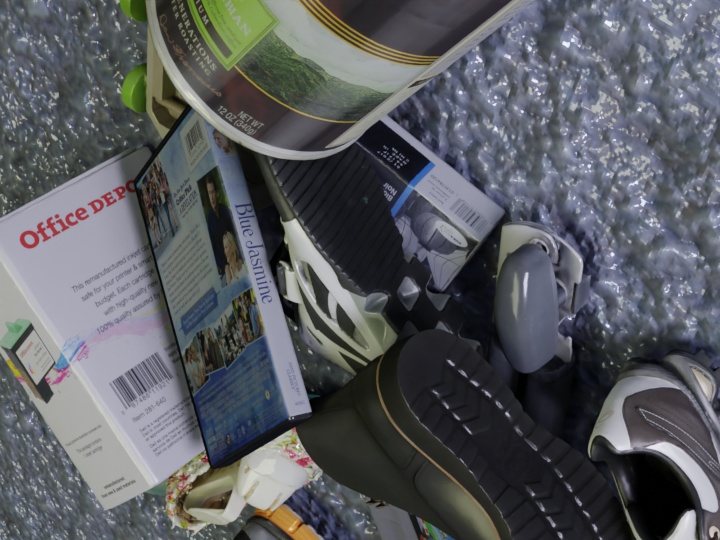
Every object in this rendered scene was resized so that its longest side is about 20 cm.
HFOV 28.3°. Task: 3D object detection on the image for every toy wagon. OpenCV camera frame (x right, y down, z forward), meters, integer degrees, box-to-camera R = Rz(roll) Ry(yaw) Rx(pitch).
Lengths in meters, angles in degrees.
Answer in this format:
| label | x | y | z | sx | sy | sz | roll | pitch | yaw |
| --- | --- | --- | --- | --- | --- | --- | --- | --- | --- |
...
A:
| label | x | y | z | sx | sy | sz | roll | pitch | yaw |
| --- | --- | --- | --- | --- | --- | --- | --- | --- | --- |
| toy wagon | -0.085 | -0.097 | 0.898 | 0.155 | 0.040 | 0.200 | 31 | 135 | 27 |

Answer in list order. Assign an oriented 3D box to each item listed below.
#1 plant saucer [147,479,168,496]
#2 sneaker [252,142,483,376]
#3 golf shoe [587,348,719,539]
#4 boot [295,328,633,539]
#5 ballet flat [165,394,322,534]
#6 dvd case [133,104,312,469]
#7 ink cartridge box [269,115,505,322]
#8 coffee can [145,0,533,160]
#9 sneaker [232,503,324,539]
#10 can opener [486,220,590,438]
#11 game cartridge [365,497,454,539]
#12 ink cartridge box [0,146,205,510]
| label | x | y | z | sx | sy | sz | roll | pitch | yaw |
| --- | --- | --- | --- | --- | --- | --- | --- | --- | --- |
| plant saucer | -0.195 | 0.104 | 1.143 | 0.200 | 0.036 | 0.200 | 24 | 130 | 32 |
| sneaker | -0.018 | 0.001 | 0.800 | 0.088 | 0.074 | 0.200 | -14 | 115 | 41 |
| golf shoe | 0.185 | 0.143 | 0.754 | 0.200 | 0.094 | 0.078 | 55 | 139 | -1 |
| boot | 0.056 | 0.129 | 0.789 | 0.200 | 0.077 | 0.138 | 55 | 145 | -4 |
| ballet flat | -0.077 | 0.148 | 1.025 | 0.076 | 0.064 | 0.200 | 31 | 144 | -21 |
| dvd case | -0.088 | 0.010 | 0.861 | 0.143 | 0.018 | 0.200 | -38 | 66 | 60 |
| ink cartridge box | 0.000 | 0.000 | 0.871 | 0.099 | 0.039 | 0.200 | 38 | 139 | 5 |
| coffee can | 0.005 | -0.159 | 0.685 | 0.146 | 0.146 | 0.200 | 56 | 140 | -1 |
| sneaker | -0.023 | 0.254 | 1.028 | 0.200 | 0.077 | 0.078 | 39 | 160 | 27 |
| can opener | 0.087 | 0.062 | 0.814 | 0.053 | 0.067 | 0.200 | 27 | 132 | 30 |
| game cartridge | 0.052 | 0.184 | 0.934 | 0.130 | 0.038 | 0.200 | 15 | 128 | 63 |
| ink cartridge box | -0.162 | 0.037 | 0.980 | 0.084 | 0.145 | 0.200 | -30 | 94 | 50 |
